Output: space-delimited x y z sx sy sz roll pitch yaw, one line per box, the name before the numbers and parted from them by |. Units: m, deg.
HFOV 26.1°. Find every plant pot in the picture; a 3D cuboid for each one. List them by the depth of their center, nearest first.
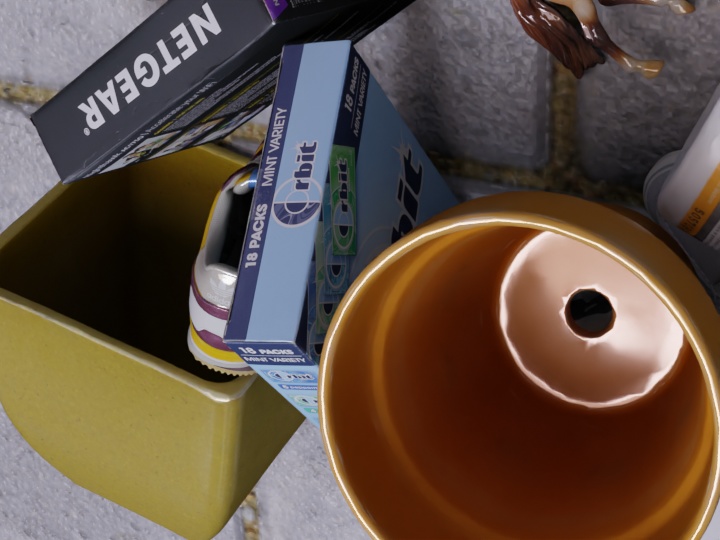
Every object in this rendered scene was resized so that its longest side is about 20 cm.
plant pot | 0.101 0.047 0.800 0.198 0.183 0.203 6 108 20
plant pot | -0.117 0.058 1.014 0.194 0.195 0.202 21 134 18

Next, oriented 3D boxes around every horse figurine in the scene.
horse figurine | 0.132 -0.187 0.809 0.132 0.050 0.201 31 126 2

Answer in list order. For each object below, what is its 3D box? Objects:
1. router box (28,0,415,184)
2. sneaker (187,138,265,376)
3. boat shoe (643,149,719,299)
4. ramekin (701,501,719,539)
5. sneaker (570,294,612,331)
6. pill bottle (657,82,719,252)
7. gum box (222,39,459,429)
router box | -0.075 -0.126 0.896 0.199 0.149 0.052 -30 86 39
sneaker | -0.043 -0.038 0.898 0.074 0.201 0.091 15 140 4
boat shoe | 0.233 0.013 0.852 0.200 0.069 0.072 43 130 2
ramekin | 0.224 0.176 0.878 0.198 0.104 0.203 0 90 39
sneaker | 0.129 0.067 0.945 0.198 0.078 0.080 -13 120 35
pill bottle | 0.259 -0.029 0.778 0.199 0.117 0.117 31 128 6
gum box | 0.000 0.000 0.859 0.044 0.172 0.200 -1 154 24
